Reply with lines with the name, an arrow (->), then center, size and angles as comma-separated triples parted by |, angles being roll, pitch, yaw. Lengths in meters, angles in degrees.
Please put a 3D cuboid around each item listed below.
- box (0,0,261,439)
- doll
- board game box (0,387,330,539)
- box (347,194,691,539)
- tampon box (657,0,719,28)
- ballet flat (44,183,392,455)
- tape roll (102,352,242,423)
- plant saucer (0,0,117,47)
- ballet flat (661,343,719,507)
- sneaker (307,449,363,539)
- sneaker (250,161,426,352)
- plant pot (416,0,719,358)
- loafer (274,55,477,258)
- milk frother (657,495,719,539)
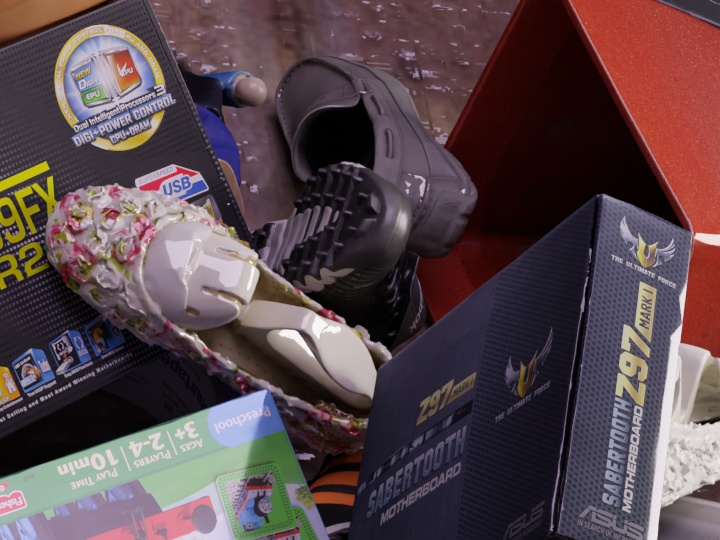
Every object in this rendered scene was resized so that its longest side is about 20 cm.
box -> -0.152, -0.020, 1.291 | 0.200, 0.044, 0.161 | -26, 96, -36
doll -> -0.113, -0.072, 1.465 | 0.136, 0.049, 0.200 | -11, 26, -4
board game box -> -0.073, 0.168, 1.225 | 0.151, 0.037, 0.201 | -18, 78, -22
box -> 0.059, 0.080, 1.179 | 0.051, 0.200, 0.158 | 23, 58, -19
tampon box -> 0.207, -0.132, 1.603 | 0.199, 0.127, 0.150 | 22, 43, 7
ballet flat -> -0.051, 0.018, 1.289 | 0.200, 0.064, 0.076 | 32, 66, -28
tape roll -> -0.137, 0.081, 1.335 | 0.199, 0.066, 0.201 | 8, 44, -8
plant saucer -> -0.184, -0.119, 1.365 | 0.200, 0.200, 0.038 | -28, 94, -36
ballet flat -> 0.140, 0.067, 1.268 | 0.072, 0.072, 0.200 | 32, 16, 16
sneaker -> -0.003, 0.123, 1.345 | 0.200, 0.070, 0.090 | -32, 30, -27
sneaker -> 0.000, 0.000, 1.382 | 0.090, 0.200, 0.067 | 22, 71, -15
plant pot -> 0.160, -0.011, 1.436 | 0.176, 0.200, 0.200 | 2, 45, -29
loafer -> -0.005, -0.070, 1.484 | 0.070, 0.070, 0.200 | 21, 12, -30
milk frother -> 0.186, 0.216, 1.252 | 0.188, 0.181, 0.200 | 9, 63, 41
